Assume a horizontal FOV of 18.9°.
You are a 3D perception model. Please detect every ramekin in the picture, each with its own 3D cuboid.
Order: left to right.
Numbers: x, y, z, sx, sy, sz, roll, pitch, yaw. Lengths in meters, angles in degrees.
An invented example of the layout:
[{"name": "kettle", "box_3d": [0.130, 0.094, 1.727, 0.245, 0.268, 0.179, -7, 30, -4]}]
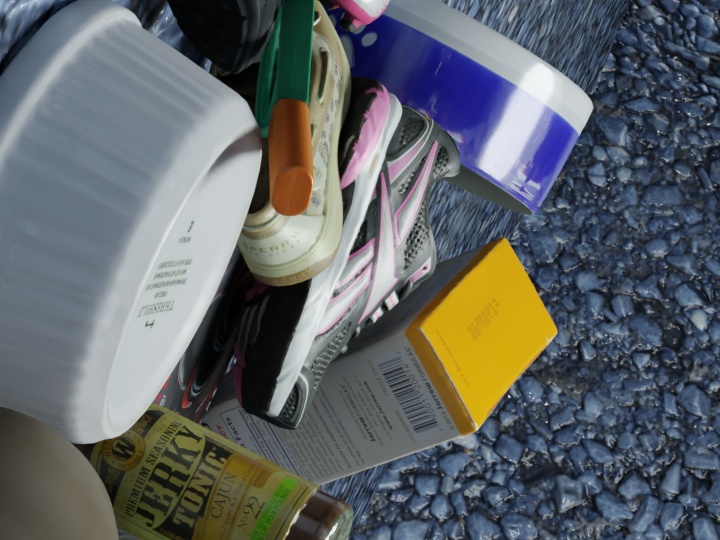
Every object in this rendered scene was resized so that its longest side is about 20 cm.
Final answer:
[{"name": "ramekin", "box_3d": [-0.120, -0.015, 0.984, 0.202, 0.094, 0.203, 24, 90, -83]}]

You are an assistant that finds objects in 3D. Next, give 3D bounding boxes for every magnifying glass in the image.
[{"name": "magnifying glass", "box_3d": [-0.036, -0.081, 1.039, 0.200, 0.022, 0.080, -100, -159, -62]}]

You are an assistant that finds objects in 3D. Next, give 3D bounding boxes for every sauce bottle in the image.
[{"name": "sauce bottle", "box_3d": [-0.103, 0.100, 1.060, 0.065, 0.199, 0.065, -62, 170, -20]}]

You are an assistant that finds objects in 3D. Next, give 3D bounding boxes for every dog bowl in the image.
[{"name": "dog bowl", "box_3d": [0.041, -0.114, 1.350, 0.079, 0.199, 0.200, -63, 172, -1]}]

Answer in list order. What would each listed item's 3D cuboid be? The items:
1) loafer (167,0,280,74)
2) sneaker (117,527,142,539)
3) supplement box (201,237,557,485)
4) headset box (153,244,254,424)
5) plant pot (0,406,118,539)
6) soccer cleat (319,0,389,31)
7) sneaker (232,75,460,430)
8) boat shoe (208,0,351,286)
[{"name": "loafer", "box_3d": [-0.053, -0.171, 1.020, 0.070, 0.068, 0.201, -41, 158, -27]}, {"name": "sneaker", "box_3d": [-0.147, 0.148, 1.149, 0.100, 0.199, 0.075, -61, 130, -75]}, {"name": "supplement box", "box_3d": [0.004, 0.065, 1.305, 0.199, 0.074, 0.126, -22, -167, 37]}, {"name": "headset box", "box_3d": [-0.121, 0.033, 1.190, 0.149, 0.075, 0.200, -65, 172, 0]}, {"name": "plant pot", "box_3d": [-0.171, 0.146, 0.869, 0.174, 0.199, 0.201, -76, -174, -61]}, {"name": "soccer cleat", "box_3d": [-0.003, -0.189, 1.183, 0.086, 0.070, 0.200, -46, -166, 8]}, {"name": "sneaker", "box_3d": [0.000, 0.000, 1.203, 0.201, 0.086, 0.080, -67, -155, 5]}, {"name": "boat shoe", "box_3d": [-0.045, -0.090, 1.157, 0.063, 0.073, 0.201, 59, 19, -52]}]
